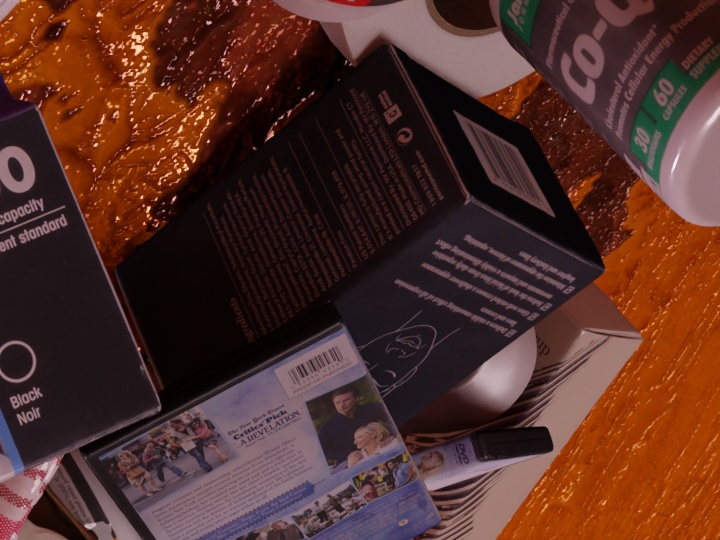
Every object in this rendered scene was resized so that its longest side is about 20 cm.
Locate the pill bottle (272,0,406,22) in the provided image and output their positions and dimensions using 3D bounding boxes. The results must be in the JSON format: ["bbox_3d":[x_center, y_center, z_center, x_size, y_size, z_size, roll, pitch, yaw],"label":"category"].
[{"bbox_3d":[0.008,-0.176,0.907,0.113,0.114,0.200,-28,177,-16],"label":"pill bottle"}]

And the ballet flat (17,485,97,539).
[{"bbox_3d":[-0.179,0.110,1.056,0.069,0.200,0.063,-47,-177,-16],"label":"ballet flat"}]

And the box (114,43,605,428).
[{"bbox_3d":[0.000,0.000,1.140,0.200,0.107,0.148,-38,148,19],"label":"box"}]

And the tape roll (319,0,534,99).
[{"bbox_3d":[0.067,-0.174,1.104,0.202,0.037,0.203,-26,144,-21],"label":"tape roll"}]

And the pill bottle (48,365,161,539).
[{"bbox_3d":[-0.182,0.136,1.144,0.199,0.116,0.117,-30,145,-14],"label":"pill bottle"}]

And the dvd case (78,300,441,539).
[{"bbox_3d":[-0.046,0.109,1.114,0.142,0.018,0.200,-27,140,-2],"label":"dvd case"}]

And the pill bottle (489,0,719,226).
[{"bbox_3d":[0.132,-0.123,1.011,0.113,0.200,0.113,-25,143,-21],"label":"pill bottle"}]

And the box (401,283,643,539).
[{"bbox_3d":[0.086,0.091,1.383,0.068,0.082,0.201,7,123,-47],"label":"box"}]

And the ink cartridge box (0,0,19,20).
[{"bbox_3d":[-0.219,-0.136,0.812,0.199,0.057,0.162,13,155,-29],"label":"ink cartridge box"}]

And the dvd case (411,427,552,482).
[{"bbox_3d":[0.004,0.131,1.280,0.199,0.018,0.143,-21,170,18],"label":"dvd case"}]

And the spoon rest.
[{"bbox_3d":[0.011,0.069,1.292,0.199,0.100,0.061,-29,175,5],"label":"spoon rest"}]

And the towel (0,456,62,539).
[{"bbox_3d":[-0.224,0.104,1.025,0.201,0.146,0.030,-60,159,18],"label":"towel"}]

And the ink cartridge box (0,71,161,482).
[{"bbox_3d":[-0.210,0.008,0.918,0.197,0.201,0.043,-24,-179,-23],"label":"ink cartridge box"}]
